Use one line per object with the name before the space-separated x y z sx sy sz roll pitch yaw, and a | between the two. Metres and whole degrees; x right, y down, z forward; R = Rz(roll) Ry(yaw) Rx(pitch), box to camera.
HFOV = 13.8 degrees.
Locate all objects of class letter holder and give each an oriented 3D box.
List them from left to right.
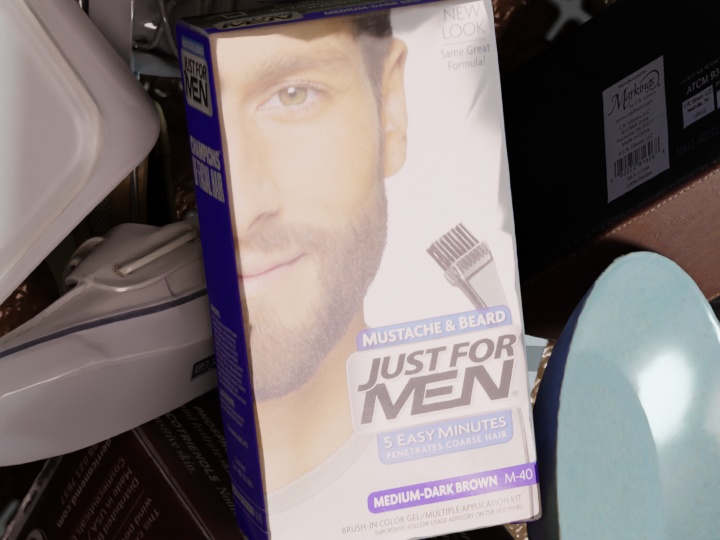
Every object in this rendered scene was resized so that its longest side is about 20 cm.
letter holder | 0.152 -0.044 1.250 0.142 0.101 0.200 16 150 -32

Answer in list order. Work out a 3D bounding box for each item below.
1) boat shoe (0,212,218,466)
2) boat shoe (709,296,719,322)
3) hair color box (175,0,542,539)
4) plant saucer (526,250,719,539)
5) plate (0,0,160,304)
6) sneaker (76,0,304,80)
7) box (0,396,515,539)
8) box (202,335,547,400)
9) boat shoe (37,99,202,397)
boat shoe | -0.084 0.012 1.154 0.199 0.066 0.072 -24 156 -21
boat shoe | 0.193 0.024 1.407 0.200 0.074 0.064 2 81 -18
hair color box | 0.000 0.000 1.103 0.109 0.065 0.201 -9 101 -13
plant saucer | 0.107 0.094 1.195 0.201 0.038 0.202 19 68 -57
plate | -0.174 -0.046 1.051 0.200 0.032 0.200 -49 130 -17
sneaker | -0.069 -0.102 1.157 0.199 0.115 0.076 -12 122 -22
box | -0.037 0.169 1.231 0.199 0.164 0.166 14 116 -42
box | -0.003 0.068 1.339 0.155 0.041 0.201 4 116 -29
boat shoe | -0.086 0.017 1.229 0.076 0.072 0.201 -4 127 16
